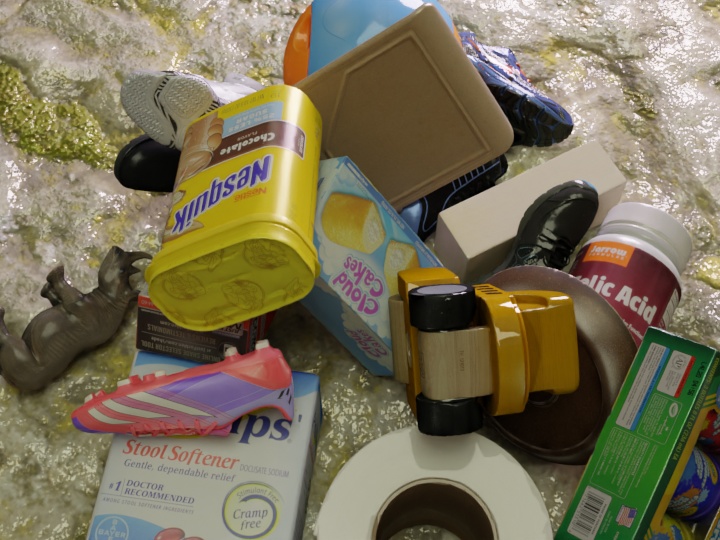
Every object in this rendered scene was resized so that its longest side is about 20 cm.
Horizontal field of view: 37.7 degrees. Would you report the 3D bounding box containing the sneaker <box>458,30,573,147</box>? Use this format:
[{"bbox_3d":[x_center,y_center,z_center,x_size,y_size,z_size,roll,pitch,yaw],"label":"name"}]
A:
[{"bbox_3d":[0.167,-0.219,1.222,0.199,0.076,0.078,38,64,16],"label":"sneaker"}]

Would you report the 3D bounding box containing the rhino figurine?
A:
[{"bbox_3d":[-0.295,0.043,1.082,0.199,0.060,0.088,-37,87,-19],"label":"rhino figurine"}]

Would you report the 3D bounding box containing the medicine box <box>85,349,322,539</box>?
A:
[{"bbox_3d":[-0.138,0.194,0.980,0.179,0.103,0.202,7,62,3],"label":"medicine box"}]

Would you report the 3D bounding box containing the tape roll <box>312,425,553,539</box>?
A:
[{"bbox_3d":[0.061,0.255,0.928,0.199,0.140,0.205,0,62,0],"label":"tape roll"}]

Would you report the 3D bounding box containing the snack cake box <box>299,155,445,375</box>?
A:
[{"bbox_3d":[0.000,0.000,1.035,0.067,0.200,0.116,-4,49,45],"label":"snack cake box"}]

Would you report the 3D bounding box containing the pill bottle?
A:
[{"bbox_3d":[0.254,0.038,1.059,0.113,0.115,0.201,26,65,13],"label":"pill bottle"}]

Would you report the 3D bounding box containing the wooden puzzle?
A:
[{"bbox_3d":[0.029,-0.147,1.049,0.199,0.185,0.037,-30,37,15],"label":"wooden puzzle"}]

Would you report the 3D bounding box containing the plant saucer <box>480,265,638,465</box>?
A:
[{"bbox_3d":[0.168,0.096,0.985,0.200,0.201,0.032,43,43,20],"label":"plant saucer"}]

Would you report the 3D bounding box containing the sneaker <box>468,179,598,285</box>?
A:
[{"bbox_3d":[0.180,0.002,1.059,0.201,0.073,0.082,-53,35,10],"label":"sneaker"}]

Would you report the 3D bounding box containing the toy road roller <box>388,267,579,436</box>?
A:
[{"bbox_3d":[0.108,0.065,0.934,0.144,0.200,0.125,-5,97,-6],"label":"toy road roller"}]

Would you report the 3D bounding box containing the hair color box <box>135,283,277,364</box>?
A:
[{"bbox_3d":[-0.135,0.013,1.045,0.109,0.065,0.201,12,30,5],"label":"hair color box"}]

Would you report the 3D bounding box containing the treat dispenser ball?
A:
[{"bbox_3d":[0.015,-0.215,1.144,0.198,0.202,0.203,0,61,0],"label":"treat dispenser ball"}]

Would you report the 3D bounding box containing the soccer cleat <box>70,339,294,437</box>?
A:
[{"bbox_3d":[-0.155,0.120,0.928,0.197,0.067,0.078,-16,89,-3],"label":"soccer cleat"}]

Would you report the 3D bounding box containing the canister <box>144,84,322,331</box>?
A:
[{"bbox_3d":[-0.106,-0.061,0.946,0.147,0.087,0.202,-20,44,22],"label":"canister"}]

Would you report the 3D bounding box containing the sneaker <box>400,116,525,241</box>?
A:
[{"bbox_3d":[0.111,-0.100,1.157,0.077,0.070,0.201,25,67,15],"label":"sneaker"}]

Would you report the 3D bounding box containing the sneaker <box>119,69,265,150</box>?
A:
[{"bbox_3d":[-0.156,-0.167,1.099,0.197,0.076,0.115,14,18,-23],"label":"sneaker"}]

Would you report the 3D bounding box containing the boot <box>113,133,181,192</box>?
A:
[{"bbox_3d":[-0.141,-0.078,1.087,0.163,0.066,0.200,-13,39,-33],"label":"boot"}]

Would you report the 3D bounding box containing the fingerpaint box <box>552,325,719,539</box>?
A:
[{"bbox_3d":[0.274,0.177,0.920,0.073,0.166,0.202,20,81,46],"label":"fingerpaint box"}]

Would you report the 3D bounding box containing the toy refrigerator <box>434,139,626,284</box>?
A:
[{"bbox_3d":[0.179,-0.061,1.135,0.198,0.076,0.070,-26,65,-13],"label":"toy refrigerator"}]
